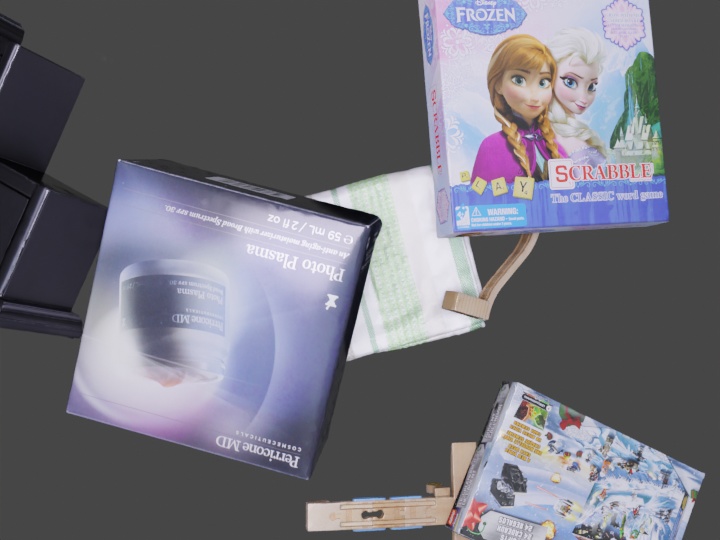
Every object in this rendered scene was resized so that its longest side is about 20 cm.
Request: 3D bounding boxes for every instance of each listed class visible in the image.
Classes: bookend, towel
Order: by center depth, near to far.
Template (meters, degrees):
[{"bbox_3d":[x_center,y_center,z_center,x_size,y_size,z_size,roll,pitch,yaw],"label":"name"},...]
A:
[{"bbox_3d":[-0.269,-0.083,0.721,0.198,0.092,0.201,27,93,25],"label":"bookend"},{"bbox_3d":[0.000,0.000,0.831,0.197,0.031,0.151,-14,93,-1],"label":"towel"}]

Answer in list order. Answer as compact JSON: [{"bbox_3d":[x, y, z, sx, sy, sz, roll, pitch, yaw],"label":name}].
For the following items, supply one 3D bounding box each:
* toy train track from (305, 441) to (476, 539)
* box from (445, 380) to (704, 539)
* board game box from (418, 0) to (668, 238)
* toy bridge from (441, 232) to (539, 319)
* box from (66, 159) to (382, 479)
[{"bbox_3d":[0.048,0.210,0.839,0.197,0.033,0.117,1,85,-14],"label":"toy train track"},{"bbox_3d":[0.189,0.201,0.835,0.198,0.040,0.138,27,80,-10],"label":"box"},{"bbox_3d":[0.153,-0.133,0.792,0.197,0.041,0.203,-4,87,-16],"label":"board game box"},{"bbox_3d":[0.124,-0.056,0.818,0.066,0.027,0.203,17,82,-20],"label":"toy bridge"},{"bbox_3d":[-0.103,0.033,0.756,0.197,0.123,0.201,14,98,3],"label":"box"}]
